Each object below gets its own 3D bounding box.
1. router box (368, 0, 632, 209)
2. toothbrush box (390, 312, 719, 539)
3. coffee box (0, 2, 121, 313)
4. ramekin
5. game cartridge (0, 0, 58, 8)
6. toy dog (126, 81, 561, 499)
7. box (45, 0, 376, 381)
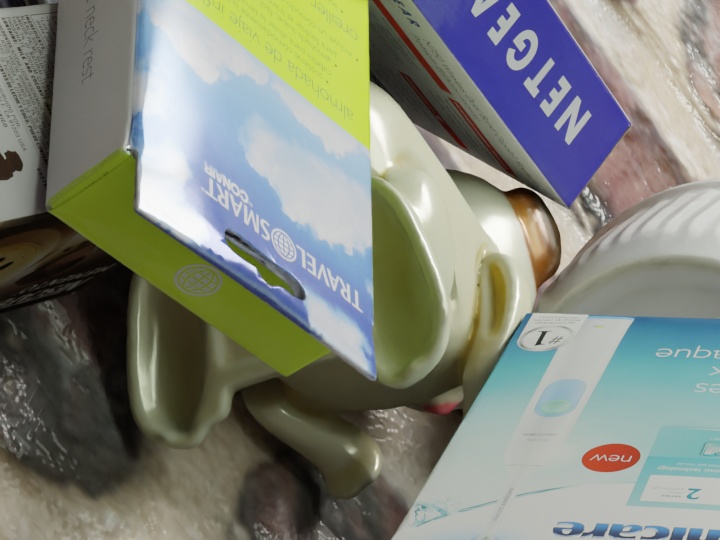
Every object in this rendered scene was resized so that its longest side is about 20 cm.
[{"bbox_3d":[0.002,-0.125,1.157,0.179,0.049,0.200,31,-10,38],"label":"router box"},{"bbox_3d":[0.106,0.096,1.001,0.200,0.145,0.086,-53,140,-58],"label":"toothbrush box"},{"bbox_3d":[-0.137,-0.034,0.970,0.200,0.113,0.080,-16,77,-60],"label":"coffee box"},{"bbox_3d":[0.156,0.063,1.202,0.201,0.200,0.105,62,25,4],"label":"ramekin"},{"bbox_3d":[-0.107,-0.117,1.167,0.129,0.038,0.201,0,64,-60],"label":"game cartridge"},{"bbox_3d":[0.000,0.000,1.134,0.200,0.139,0.195,21,48,-61],"label":"toy dog"},{"bbox_3d":[-0.049,-0.058,0.961,0.122,0.048,0.201,36,37,-35],"label":"box"}]
